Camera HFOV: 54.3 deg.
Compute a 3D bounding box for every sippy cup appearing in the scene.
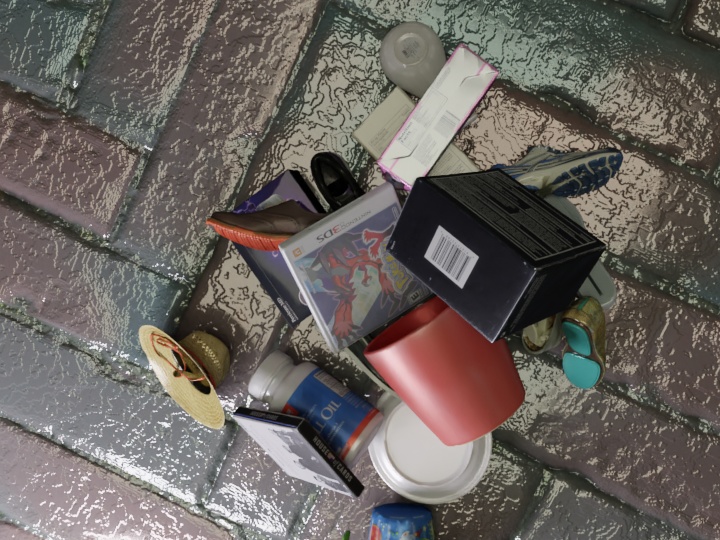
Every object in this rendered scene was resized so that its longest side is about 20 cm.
[{"bbox_3d":[0.066,0.440,1.101,0.176,0.140,0.132,2,85,-18],"label":"sippy cup"}]

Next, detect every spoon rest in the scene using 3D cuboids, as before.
[{"bbox_3d":[0.105,-0.291,1.068,0.099,0.061,0.201,-35,78,6],"label":"spoon rest"}]

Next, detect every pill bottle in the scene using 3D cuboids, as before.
[{"bbox_3d":[-0.073,0.213,1.089,0.199,0.112,0.113,32,97,14],"label":"pill bottle"}]

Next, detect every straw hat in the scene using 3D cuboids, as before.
[{"bbox_3d":[-0.254,0.146,1.117,0.201,0.201,0.085,49,55,0],"label":"straw hat"}]

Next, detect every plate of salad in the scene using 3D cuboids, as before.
[{"bbox_3d":[0.109,0.265,1.111,0.198,0.048,0.202,0,89,15],"label":"plate of salad"}]

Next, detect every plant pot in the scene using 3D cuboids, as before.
[{"bbox_3d":[0.132,0.137,1.006,0.200,0.200,0.178,-33,92,7],"label":"plant pot"}]

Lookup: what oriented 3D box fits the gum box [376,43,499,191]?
[{"bbox_3d":[0.101,-0.199,0.968,0.066,0.114,0.201,36,96,1],"label":"gum box"}]

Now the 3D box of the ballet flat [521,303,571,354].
[{"bbox_3d":[0.274,0.044,1.030,0.063,0.067,0.201,-22,131,-26],"label":"ballet flat"}]

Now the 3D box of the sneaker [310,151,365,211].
[{"bbox_3d":[-0.013,-0.093,1.074,0.076,0.088,0.200,-39,91,7],"label":"sneaker"}]

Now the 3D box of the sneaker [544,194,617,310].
[{"bbox_3d":[0.318,-0.025,1.061,0.073,0.071,0.201,-24,71,9],"label":"sneaker"}]

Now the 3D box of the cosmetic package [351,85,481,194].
[{"bbox_3d":[0.091,-0.169,1.065,0.105,0.071,0.200,-43,90,7],"label":"cosmetic package"}]

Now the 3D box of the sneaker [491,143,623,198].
[{"bbox_3d":[0.284,-0.155,1.040,0.198,0.077,0.086,-15,60,10],"label":"sneaker"}]

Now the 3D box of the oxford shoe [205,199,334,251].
[{"bbox_3d":[-0.125,-0.068,1.029,0.198,0.071,0.073,10,78,-2],"label":"oxford shoe"}]

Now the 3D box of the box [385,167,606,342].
[{"bbox_3d":[0.179,-0.029,0.926,0.200,0.198,0.124,43,126,28],"label":"box"}]

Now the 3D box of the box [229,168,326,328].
[{"bbox_3d":[-0.103,-0.035,1.095,0.141,0.079,0.201,-35,91,10],"label":"box"}]

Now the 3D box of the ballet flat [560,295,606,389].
[{"bbox_3d":[0.334,0.106,1.033,0.070,0.201,0.071,-10,51,13],"label":"ballet flat"}]

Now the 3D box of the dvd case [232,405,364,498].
[{"bbox_3d":[-0.098,0.269,1.056,0.025,0.199,0.151,-49,114,-28],"label":"dvd case"}]

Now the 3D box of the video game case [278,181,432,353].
[{"bbox_3d":[0.000,0.000,1.015,0.181,0.023,0.201,-31,123,-10],"label":"video game case"}]

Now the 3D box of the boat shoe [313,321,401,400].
[{"bbox_3d":[0.016,0.125,1.091,0.200,0.076,0.060,40,91,7],"label":"boat shoe"}]
